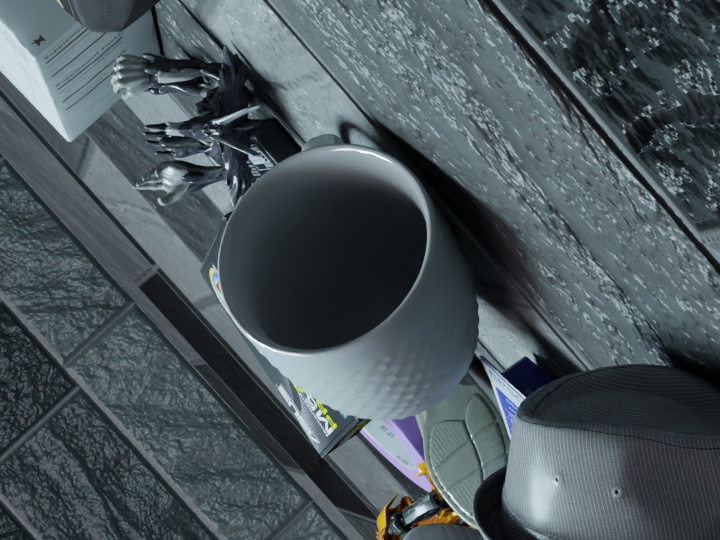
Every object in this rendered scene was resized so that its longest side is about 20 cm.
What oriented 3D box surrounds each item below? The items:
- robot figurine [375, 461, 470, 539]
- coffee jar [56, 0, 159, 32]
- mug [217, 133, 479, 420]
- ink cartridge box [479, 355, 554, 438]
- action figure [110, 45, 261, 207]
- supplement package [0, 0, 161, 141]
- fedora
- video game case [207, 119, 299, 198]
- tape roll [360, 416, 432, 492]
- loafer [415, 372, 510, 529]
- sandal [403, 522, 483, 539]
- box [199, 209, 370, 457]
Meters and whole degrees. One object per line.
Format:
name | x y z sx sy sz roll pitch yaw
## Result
robot figurine | 0.078 0.194 1.487 0.200 0.144 0.059 116 135 -64
coffee jar | -0.215 -0.255 1.205 0.200 0.085 0.104 45 166 17
mug | 0.000 0.000 1.185 0.175 0.147 0.201 52 -159 -58
ink cartridge box | 0.177 0.148 1.231 0.198 0.047 0.200 43 167 28
action figure | -0.133 -0.109 1.336 0.200 0.101 0.120 -152 53 -71
supplement package | -0.239 -0.204 1.405 0.114 0.109 0.200 46 169 8
fedora | 0.158 0.110 0.970 0.199 0.176 0.091 13 115 36
video game case | -0.046 -0.044 1.454 0.181 0.025 0.200 50 168 -13
tape roll | 0.024 0.109 1.612 0.200 0.066 0.200 45 168 12
loafer | 0.077 0.116 1.395 0.201 0.072 0.063 62 -166 26
sandal | 0.123 0.260 1.410 0.205 0.059 0.079 14 -142 -18
box | -0.056 0.050 1.489 0.201 0.044 0.160 57 160 6
